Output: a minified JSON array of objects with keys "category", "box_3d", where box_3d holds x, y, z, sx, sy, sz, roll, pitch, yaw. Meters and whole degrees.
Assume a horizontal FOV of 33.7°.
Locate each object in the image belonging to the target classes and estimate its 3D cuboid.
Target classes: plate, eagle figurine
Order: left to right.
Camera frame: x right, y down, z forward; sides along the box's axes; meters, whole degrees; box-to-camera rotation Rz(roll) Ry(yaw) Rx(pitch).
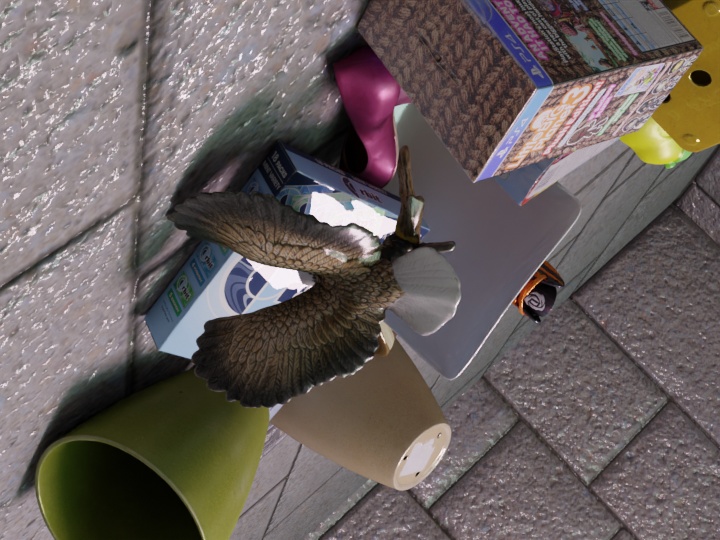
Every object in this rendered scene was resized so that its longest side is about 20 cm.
[{"category":"eagle figurine","box_3d":[-0.034,0.008,0.918,0.197,0.153,0.151,-14,157,-27]},{"category":"plate","box_3d":[0.070,-0.040,1.076,0.201,0.199,0.032,-54,164,16]}]

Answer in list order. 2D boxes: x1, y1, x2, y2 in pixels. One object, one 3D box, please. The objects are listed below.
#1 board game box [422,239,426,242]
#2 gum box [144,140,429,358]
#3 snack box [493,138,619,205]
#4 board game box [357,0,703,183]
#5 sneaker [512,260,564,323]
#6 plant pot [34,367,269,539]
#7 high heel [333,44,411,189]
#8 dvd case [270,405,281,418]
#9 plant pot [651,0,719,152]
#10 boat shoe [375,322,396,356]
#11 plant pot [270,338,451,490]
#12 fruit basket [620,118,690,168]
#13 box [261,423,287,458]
[{"category":"board game box","box_3d":[0.117,-0.091,1.173,0.201,0.029,0.135,-54,171,-3]},{"category":"gum box","box_3d":[-0.061,0.003,1.023,0.169,0.045,0.201,21,116,-44]},{"category":"snack box","box_3d":[0.148,-0.167,1.032,0.199,0.169,0.068,-31,164,-42]},{"category":"board game box","box_3d":[0.128,-0.175,0.897,0.198,0.160,0.097,-18,153,-38]},{"category":"sneaker","box_3d":[0.148,0.006,1.216,0.199,0.112,0.078,-29,155,-58]},{"category":"plant pot","box_3d":[-0.174,0.179,1.133,0.188,0.186,0.200,-55,176,38]},{"category":"high heel","box_3d":[-0.008,-0.122,0.990,0.095,0.068,0.201,-5,152,-24]},{"category":"dvd case","box_3d":[-0.085,0.077,1.268,0.200,0.018,0.142,-49,144,13]},{"category":"plant pot","box_3d":[0.305,-0.223,0.996,0.199,0.199,0.178,-22,-146,53]},{"category":"boat shoe","box_3d":[0.000,0.000,1.214,0.065,0.072,0.202,-55,146,-34]},{"category":"plant pot","box_3d":[0.004,0.157,1.384,0.186,0.199,0.189,-33,144,-27]},{"category":"fruit basket","box_3d":[0.293,-0.211,1.274,0.215,0.216,0.156,-39,166,-22]},{"category":"box","box_3d":[-0.103,0.171,1.538,0.199,0.048,0.159,-41,164,-18]}]
